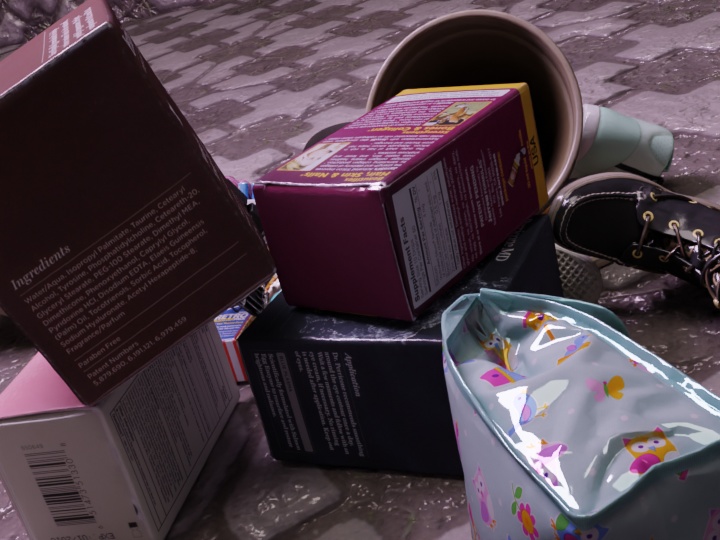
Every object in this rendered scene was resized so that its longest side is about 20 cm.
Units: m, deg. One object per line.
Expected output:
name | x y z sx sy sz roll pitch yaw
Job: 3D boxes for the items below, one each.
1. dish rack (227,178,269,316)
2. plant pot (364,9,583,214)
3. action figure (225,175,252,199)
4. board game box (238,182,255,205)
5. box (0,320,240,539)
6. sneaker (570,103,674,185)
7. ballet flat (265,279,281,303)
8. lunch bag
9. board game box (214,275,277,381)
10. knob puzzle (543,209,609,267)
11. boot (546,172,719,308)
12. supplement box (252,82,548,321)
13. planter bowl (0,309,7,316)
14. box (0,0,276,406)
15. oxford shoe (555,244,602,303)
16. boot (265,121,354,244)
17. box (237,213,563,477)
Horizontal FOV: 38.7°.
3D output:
dish rack | -0.146 -0.036 0.967 0.054 0.153 0.201 -38 27 18
plant pot | 0.116 -0.122 0.984 0.196 0.204 0.173 -10 -7 12
action figure | -0.163 -0.092 1.218 0.132 0.152 0.199 -17 10 -19
board game box | -0.003 -0.080 1.111 0.197 0.026 0.199 0 -1 32
box | -0.190 0.109 0.815 0.107 0.130 0.201 -9 24 17
sneaker | 0.266 -0.120 1.097 0.116 0.075 0.200 17 -1 -2
ballet flat | 0.000 0.000 0.998 0.196 0.073 0.072 -13 23 -12
lunch bag | 0.115 0.117 0.557 0.120 0.173 0.200 -23 28 -14
board game box | -0.148 0.042 1.031 0.149 0.047 0.201 -6 26 21
knob puzzle | 0.207 -0.051 1.031 0.215 0.031 0.221 -13 24 6
boot | 0.260 -0.014 0.813 0.196 0.074 0.151 10 19 -24
supplement box | 0.037 -0.059 0.776 0.129 0.105 0.199 6 31 41
planter bowl | -0.363 -0.022 1.160 0.198 0.136 0.201 -30 13 8
box | -0.186 -0.054 0.719 0.163 0.202 0.166 -34 26 -2
oxford shoe | 0.120 0.007 0.920 0.196 0.077 0.058 -3 6 26
boot | -0.019 -0.074 0.936 0.074 0.075 0.200 -1 -22 -28
box | 0.042 0.052 0.811 0.196 0.119 0.197 -1 28 28
